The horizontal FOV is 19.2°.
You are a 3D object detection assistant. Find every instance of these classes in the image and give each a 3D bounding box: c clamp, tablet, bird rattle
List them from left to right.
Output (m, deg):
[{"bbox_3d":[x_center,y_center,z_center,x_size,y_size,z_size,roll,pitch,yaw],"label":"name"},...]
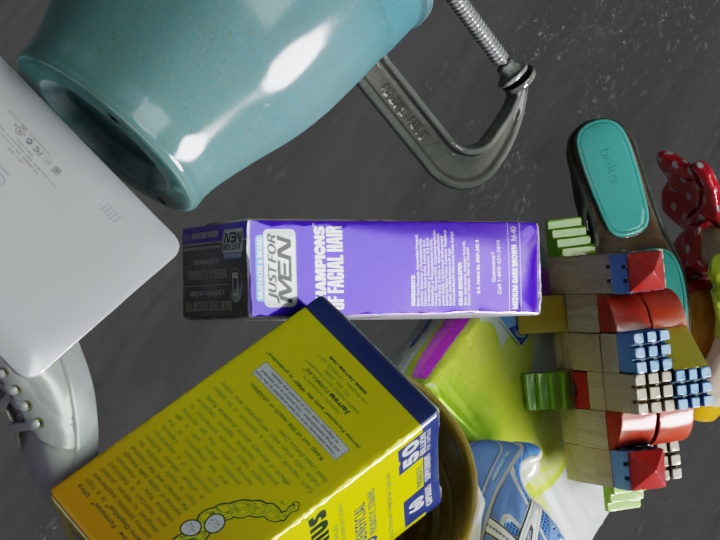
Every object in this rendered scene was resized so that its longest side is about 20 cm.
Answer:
[{"bbox_3d":[-0.209,-0.047,1.190,0.200,0.014,0.130,46,58,2],"label":"tablet"},{"bbox_3d":[0.061,-0.164,1.467,0.171,0.027,0.200,-49,118,-30],"label":"c clamp"},{"bbox_3d":[0.250,0.015,1.553,0.112,0.200,0.163,5,124,-28],"label":"bird rattle"}]

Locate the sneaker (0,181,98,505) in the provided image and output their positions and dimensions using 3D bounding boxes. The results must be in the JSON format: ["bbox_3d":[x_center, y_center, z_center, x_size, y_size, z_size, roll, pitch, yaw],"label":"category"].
[{"bbox_3d":[-0.208,0.043,1.216,0.084,0.073,0.201,-13,88,-33],"label":"sneaker"}]

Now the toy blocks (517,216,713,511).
[{"bbox_3d":[0.176,0.063,1.383,0.100,0.137,0.201,-6,91,-18],"label":"toy blocks"}]

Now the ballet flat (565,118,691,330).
[{"bbox_3d":[0.191,-0.011,1.523,0.068,0.068,0.201,-8,73,-4],"label":"ballet flat"}]

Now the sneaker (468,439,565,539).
[{"bbox_3d":[0.095,0.193,1.348,0.077,0.076,0.201,-9,64,-5],"label":"sneaker"}]

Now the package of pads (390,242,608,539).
[{"bbox_3d":[0.112,0.098,1.478,0.200,0.068,0.155,52,58,-26],"label":"package of pads"}]

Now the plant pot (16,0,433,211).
[{"bbox_3d":[-0.093,-0.146,1.244,0.188,0.200,0.200,-51,120,-13],"label":"plant pot"}]

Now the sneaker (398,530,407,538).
[{"bbox_3d":[-0.017,0.233,1.360,0.077,0.080,0.200,42,64,-31],"label":"sneaker"}]

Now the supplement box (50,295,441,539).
[{"bbox_3d":[-0.061,0.130,1.226,0.200,0.110,0.109,-36,151,-19],"label":"supplement box"}]

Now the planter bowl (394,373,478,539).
[{"bbox_3d":[-0.025,0.158,1.323,0.201,0.200,0.084,-54,156,-27],"label":"planter bowl"}]

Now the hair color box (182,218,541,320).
[{"bbox_3d":[0.000,0.000,1.331,0.199,0.109,0.065,-2,89,-26],"label":"hair color box"}]
